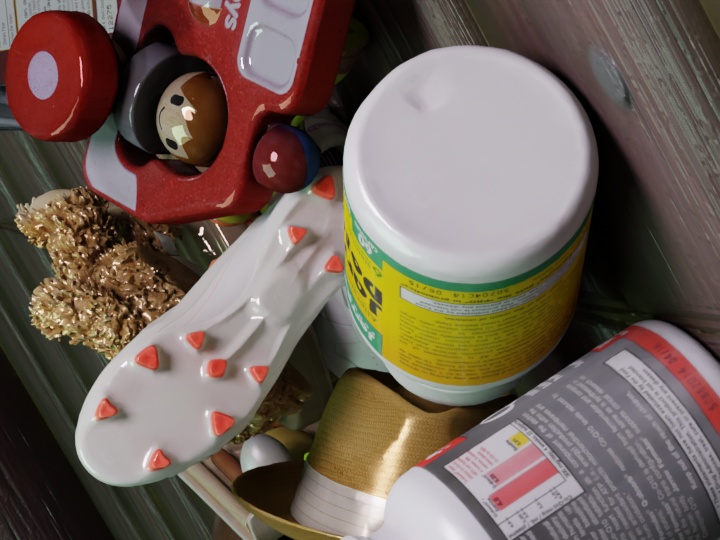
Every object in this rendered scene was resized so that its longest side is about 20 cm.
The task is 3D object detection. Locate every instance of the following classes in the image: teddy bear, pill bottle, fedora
[{"bbox_3d":[-0.109,0.026,1.487,0.200,0.067,0.145,42,-160,22],"label":"teddy bear"},{"bbox_3d":[0.048,-0.011,1.306,0.113,0.113,0.200,53,167,19],"label":"pill bottle"},{"bbox_3d":[0.083,0.118,1.281,0.116,0.200,0.116,53,165,21],"label":"pill bottle"},{"bbox_3d":[0.030,0.096,1.434,0.201,0.201,0.082,-154,71,-65],"label":"fedora"}]

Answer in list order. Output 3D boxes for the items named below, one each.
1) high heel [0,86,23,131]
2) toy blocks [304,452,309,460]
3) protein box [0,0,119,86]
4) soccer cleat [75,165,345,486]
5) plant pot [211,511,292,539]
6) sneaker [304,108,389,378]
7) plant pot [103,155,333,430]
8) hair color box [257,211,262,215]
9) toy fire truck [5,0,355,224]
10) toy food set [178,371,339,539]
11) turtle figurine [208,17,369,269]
[{"bbox_3d":[-0.190,-0.136,1.713,0.200,0.143,0.071,-71,-10,-63],"label":"high heel"},{"bbox_3d":[0.039,0.157,1.662,0.200,0.100,0.137,-88,-24,-48],"label":"toy blocks"},{"bbox_3d":[-0.256,-0.203,1.631,0.199,0.200,0.135,-119,23,-54],"label":"protein box"},{"bbox_3d":[-0.063,0.030,1.387,0.069,0.200,0.078,44,167,-6],"label":"soccer cleat"},{"bbox_3d":[-0.024,0.179,1.899,0.200,0.187,0.187,-116,2,-58],"label":"plant pot"},{"bbox_3d":[0.000,0.000,1.578,0.200,0.075,0.100,63,167,-19],"label":"sneaker"},{"bbox_3d":[-0.102,0.014,1.643,0.201,0.093,0.201,60,170,18],"label":"plant pot"},{"bbox_3d":[-0.050,-0.028,1.725,0.200,0.061,0.100,38,155,54],"label":"hair color box"},{"bbox_3d":[-0.075,-0.114,1.389,0.168,0.112,0.200,29,110,42],"label":"toy fire truck"},{"bbox_3d":[-0.049,0.090,1.803,0.200,0.143,0.060,37,156,57],"label":"toy food set"},{"bbox_3d":[-0.048,-0.072,1.492,0.161,0.064,0.200,-64,37,34],"label":"turtle figurine"}]
